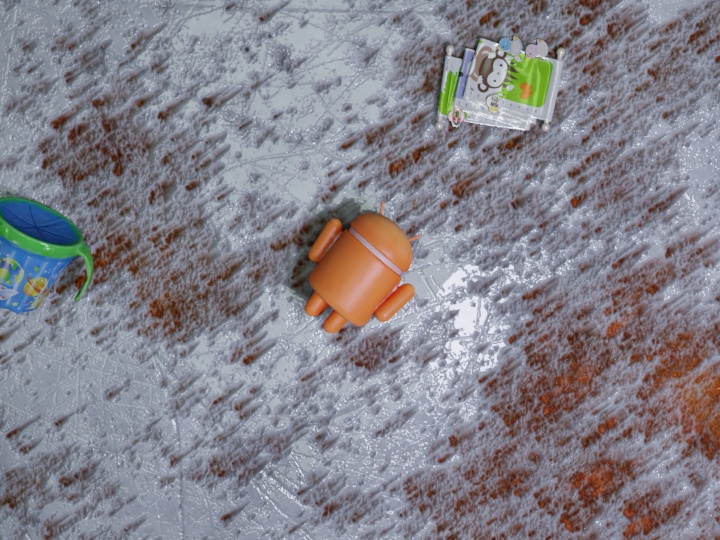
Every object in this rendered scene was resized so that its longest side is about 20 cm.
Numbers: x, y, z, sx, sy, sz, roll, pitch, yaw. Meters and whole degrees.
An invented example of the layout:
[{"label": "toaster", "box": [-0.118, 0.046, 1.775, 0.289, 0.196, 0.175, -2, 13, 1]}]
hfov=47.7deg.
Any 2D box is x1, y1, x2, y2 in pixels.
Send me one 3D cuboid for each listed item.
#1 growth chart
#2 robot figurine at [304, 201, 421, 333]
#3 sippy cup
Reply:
[{"label": "growth chart", "box": [0.213, -0.285, 1.245, 0.195, 0.018, 0.148, 2, 96, -4]}, {"label": "robot figurine", "box": [0.001, 0.001, 1.218, 0.201, 0.144, 0.116, -51, 135, 3]}, {"label": "sippy cup", "box": [-0.494, -0.016, 1.189, 0.177, 0.139, 0.132, 36, 106, 18]}]
